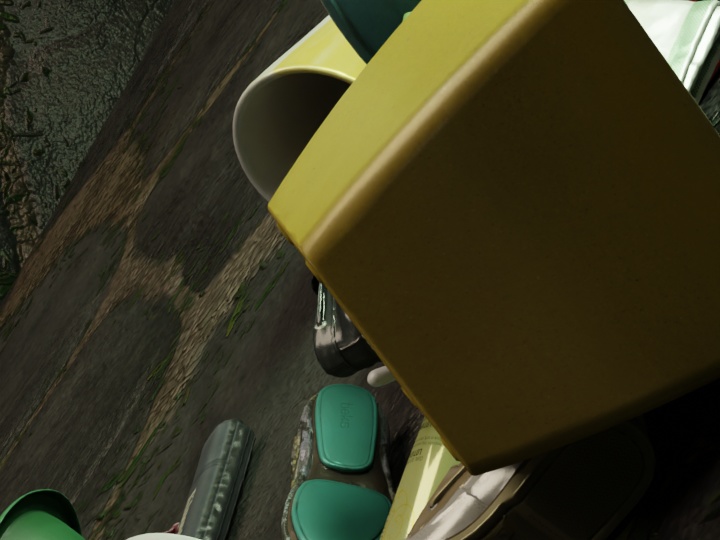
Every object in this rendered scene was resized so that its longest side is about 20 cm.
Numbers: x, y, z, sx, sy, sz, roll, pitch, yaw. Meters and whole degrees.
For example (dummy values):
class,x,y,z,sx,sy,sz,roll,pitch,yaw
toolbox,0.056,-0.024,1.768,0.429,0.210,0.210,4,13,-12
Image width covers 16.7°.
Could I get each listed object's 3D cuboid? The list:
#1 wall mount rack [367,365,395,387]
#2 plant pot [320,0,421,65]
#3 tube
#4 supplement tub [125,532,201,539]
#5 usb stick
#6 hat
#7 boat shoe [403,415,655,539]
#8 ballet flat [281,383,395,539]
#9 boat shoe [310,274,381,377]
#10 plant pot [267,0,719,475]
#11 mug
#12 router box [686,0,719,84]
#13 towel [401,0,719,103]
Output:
class,x,y,z,sx,sy,sz,roll,pitch,yaw
wall mount rack,0.093,-0.001,1.372,0.174,0.074,0.200,-62,14,-24
plant pot,0.087,-0.227,1.500,0.187,0.200,0.201,-30,25,28
tube,0.033,0.144,1.309,0.201,0.052,0.058,-67,-26,-22
supplement tub,-0.121,0.263,1.354,0.145,0.145,0.201,-39,21,50
usb stick,-0.113,0.182,1.751,0.055,0.033,0.201,-46,17,33
hat,-0.185,0.258,1.845,0.200,0.175,0.167,14,-96,-69
boat shoe,0.063,0.133,1.188,0.200,0.075,0.068,-42,15,13
ballet flat,-0.012,0.144,1.456,0.072,0.072,0.201,-50,15,23
boat shoe,0.002,0.002,1.377,0.066,0.075,0.200,-36,25,17
plant pot,0.070,-0.021,1.140,0.176,0.200,0.200,-38,14,-2
mug,0.014,-0.133,1.877,0.185,0.150,0.153,-6,32,29
router box,0.201,-0.191,1.496,0.180,0.049,0.200,-56,13,-1
towel,0.094,-0.097,1.350,0.199,0.031,0.150,1,41,28
